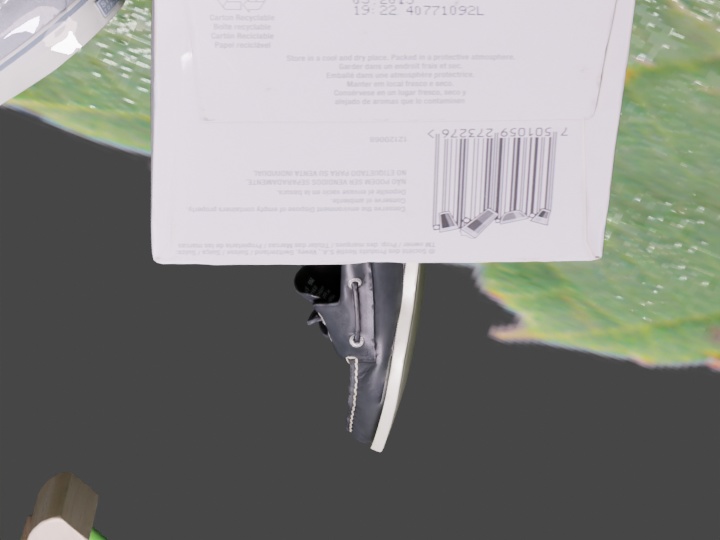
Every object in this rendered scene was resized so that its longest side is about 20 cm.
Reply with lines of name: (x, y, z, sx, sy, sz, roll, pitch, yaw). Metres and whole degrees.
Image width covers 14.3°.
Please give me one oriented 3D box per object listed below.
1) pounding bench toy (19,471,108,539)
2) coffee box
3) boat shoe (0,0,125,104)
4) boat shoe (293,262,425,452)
pounding bench toy: (-0.127, 0.216, 1.594, 0.155, 0.125, 0.201, 17, 127, -6)
coffee box: (0.009, -0.141, 1.240, 0.198, 0.199, 0.201, 0, 133, -2)
boat shoe: (-0.207, -0.105, 1.403, 0.200, 0.070, 0.072, -31, 105, 24)
boat shoe: (0.000, 0.001, 1.448, 0.066, 0.075, 0.200, 9, 127, 2)
